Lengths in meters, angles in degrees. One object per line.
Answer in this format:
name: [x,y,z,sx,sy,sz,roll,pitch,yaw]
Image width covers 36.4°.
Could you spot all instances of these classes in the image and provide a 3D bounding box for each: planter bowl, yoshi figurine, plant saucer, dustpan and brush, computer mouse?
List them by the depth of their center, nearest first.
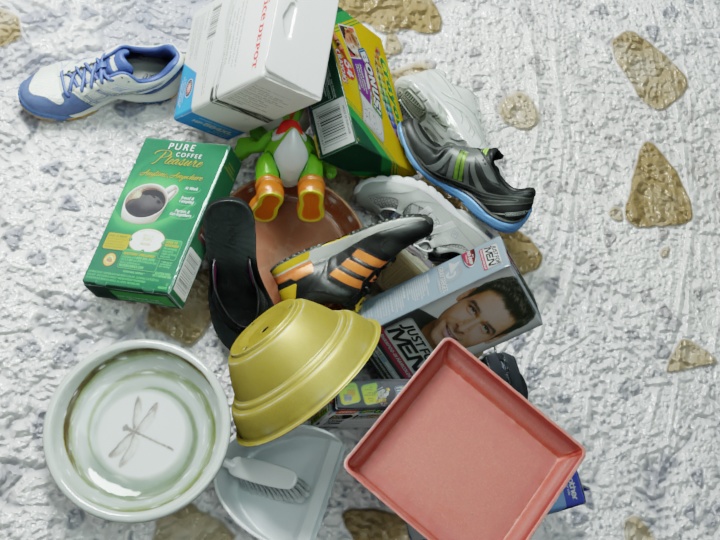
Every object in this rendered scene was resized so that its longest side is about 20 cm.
plant saucer: [0.110,0.204,1.161,0.199,0.037,0.200,39,61,6]
planter bowl: [-0.081,0.090,1.183,0.200,0.200,0.084,-46,106,-26]
plant saucer: [-0.238,0.176,1.184,0.199,0.050,0.201,0,67,-1]
dustpan and brush: [-0.132,0.219,1.209,0.199,0.057,0.140,11,64,18]
yoshi figurine: [-0.093,-0.140,1.318,0.112,0.112,0.200,39,35,-45]
plant saucer: [-0.087,-0.019,1.327,0.200,0.032,0.201,6,69,-16]
computer mouse: [0.174,0.094,1.370,0.058,0.034,0.201,-3,72,-18]

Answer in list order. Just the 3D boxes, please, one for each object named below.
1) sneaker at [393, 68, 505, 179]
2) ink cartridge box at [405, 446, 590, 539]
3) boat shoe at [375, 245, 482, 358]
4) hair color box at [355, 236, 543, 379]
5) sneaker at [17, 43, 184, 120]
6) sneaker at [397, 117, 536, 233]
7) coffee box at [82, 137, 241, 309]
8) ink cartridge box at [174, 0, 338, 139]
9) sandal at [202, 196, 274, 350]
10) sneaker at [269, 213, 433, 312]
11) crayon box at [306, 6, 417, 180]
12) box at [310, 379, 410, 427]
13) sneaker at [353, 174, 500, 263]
sneaker: [0.136,-0.189,1.438,0.099,0.078,0.200,-35,88,-33]
ink cartridge box: [0.161,0.253,1.252,0.199,0.136,0.077,-10,75,-21]
boat shoe: [0.083,0.027,1.343,0.200,0.072,0.065,44,33,-10]
hair color box: [0.097,0.053,1.266,0.099,0.200,0.061,55,15,-33]
sneaker: [-0.307,-0.236,1.302,0.199,0.088,0.075,-16,79,-21]
sneaker: [0.133,-0.130,1.365,0.199,0.083,0.071,36,20,6]
coffee box: [-0.225,-0.057,1.257,0.123,0.044,0.201,6,63,23]
ink cartridge box: [-0.121,-0.248,1.258,0.084,0.200,0.146,20,72,-35]
sandal: [-0.141,0.018,1.231,0.075,0.048,0.201,-10,112,2]
sneaker: [0.000,0.000,1.266,0.200,0.070,0.090,-20,90,10]
crayon box: [-0.010,-0.218,1.354,0.172,0.058,0.201,15,58,-61]
box: [0.051,0.155,1.267,0.199,0.110,0.035,2,70,-18]
sneaker: [0.080,-0.052,1.368,0.200,0.075,0.082,25,64,-9]
